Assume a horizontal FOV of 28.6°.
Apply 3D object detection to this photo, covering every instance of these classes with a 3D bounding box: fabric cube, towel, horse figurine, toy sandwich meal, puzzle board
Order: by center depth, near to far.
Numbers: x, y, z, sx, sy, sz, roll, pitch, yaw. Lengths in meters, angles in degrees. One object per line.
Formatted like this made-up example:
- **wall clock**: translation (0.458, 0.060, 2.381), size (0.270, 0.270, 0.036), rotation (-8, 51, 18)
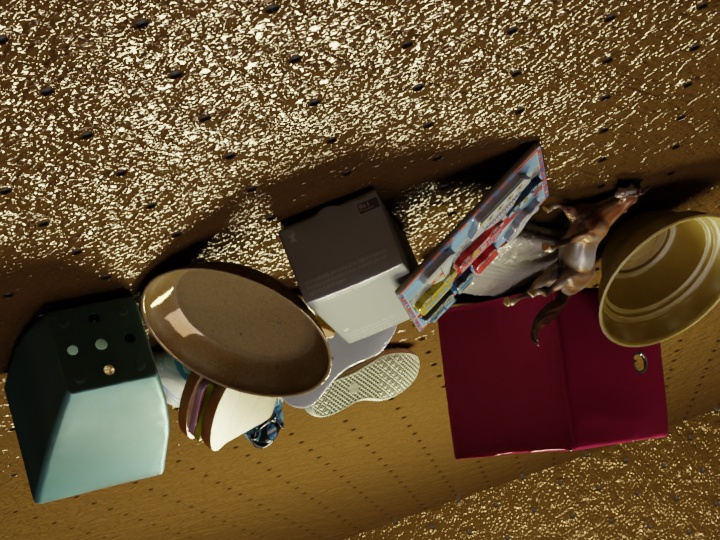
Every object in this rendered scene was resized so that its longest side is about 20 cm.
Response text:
- **puzzle board**: translation (0.118, -0.027, 1.418), size (0.200, 0.017, 0.151), rotation (-47, 163, -4)
- **toy sandwich meal**: translation (-0.109, 0.113, 1.557), size (0.205, 0.070, 0.206), rotation (-31, 147, -23)
- **horse figurine**: translation (0.233, -0.015, 1.585), size (0.132, 0.050, 0.201), rotation (-15, 133, -40)
- **towel**: translation (0.169, -0.012, 1.635), size (0.132, 0.035, 0.200), rotation (-29, 160, 31)
- **fabric cube**: translation (0.242, 0.126, 1.778), size (0.199, 0.198, 0.199), rotation (0, 172, -44)

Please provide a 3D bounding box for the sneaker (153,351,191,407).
- **sneaker**: translation (-0.196, 0.134, 1.651), size (0.086, 0.075, 0.200), rotation (-12, 150, 11)

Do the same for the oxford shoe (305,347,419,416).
- **oxford shoe**: translation (-0.004, 0.142, 1.893), size (0.199, 0.076, 0.058), rotation (-16, -155, -35)

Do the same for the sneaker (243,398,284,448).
- **sneaker**: translation (-0.118, 0.168, 1.787), size (0.078, 0.090, 0.200), rotation (-15, 158, -12)

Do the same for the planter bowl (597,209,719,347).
- **planter bowl**: translation (0.351, -0.010, 1.691), size (0.199, 0.084, 0.201), rotation (-18, 136, -18)

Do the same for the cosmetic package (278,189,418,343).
- **cosmetic package**: translation (0.000, 0.000, 1.414), size (0.106, 0.091, 0.200), rotation (-23, 165, 7)

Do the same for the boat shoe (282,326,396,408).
- **boat shoe**: translation (-0.021, 0.087, 1.693), size (0.200, 0.072, 0.068), rotation (-48, -176, 31)

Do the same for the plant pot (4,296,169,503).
- **plant pot**: translation (-0.271, 0.118, 1.423), size (0.141, 0.142, 0.200), rotation (-12, 154, -21)

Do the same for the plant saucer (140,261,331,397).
- **plant saucer**: translation (-0.118, 0.052, 1.395), size (0.199, 0.036, 0.201), rotation (14, 143, 11)
